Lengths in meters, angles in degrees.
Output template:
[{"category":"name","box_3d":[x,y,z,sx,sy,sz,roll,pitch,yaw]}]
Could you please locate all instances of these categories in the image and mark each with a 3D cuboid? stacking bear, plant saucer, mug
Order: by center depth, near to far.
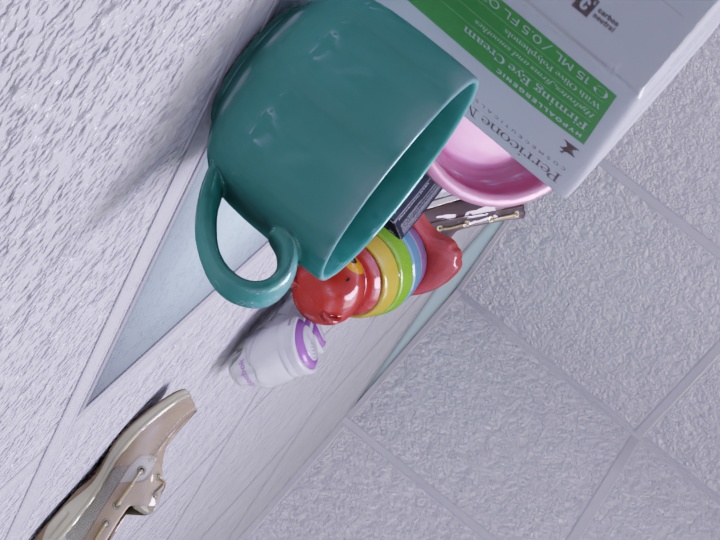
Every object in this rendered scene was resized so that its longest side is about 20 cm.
[{"category":"mug","box_3d":[-0.026,-0.081,0.897,0.152,0.114,0.185,-56,172,36]},{"category":"plant saucer","box_3d":[0.124,-0.159,1.356,0.201,0.200,0.051,-51,-152,-2]},{"category":"stacking bear","box_3d":[0.000,0.000,1.616,0.114,0.122,0.200,-44,170,33]}]

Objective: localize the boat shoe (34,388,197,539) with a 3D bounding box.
[{"category":"boat shoe","box_3d":[-0.207,0.194,1.369,0.200,0.065,0.072,-49,173,-22]}]

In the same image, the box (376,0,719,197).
[{"category":"box","box_3d":[0.144,-0.205,1.045,0.200,0.199,0.171,-48,173,-20]}]

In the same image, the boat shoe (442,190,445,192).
[{"category":"boat shoe","box_3d":[0.077,-0.121,1.776,0.200,0.072,0.062,-21,107,-65]}]

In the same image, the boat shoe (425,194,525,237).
[{"category":"boat shoe","box_3d":[0.100,-0.060,1.821,0.199,0.060,0.072,-20,-177,-8]}]

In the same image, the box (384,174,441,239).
[{"category":"box","box_3d":[0.070,-0.136,1.454,0.200,0.079,0.141,-51,176,-2]}]

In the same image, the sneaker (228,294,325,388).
[{"category":"sneaker","box_3d":[-0.092,0.076,1.618,0.099,0.075,0.200,-22,-175,7]}]
